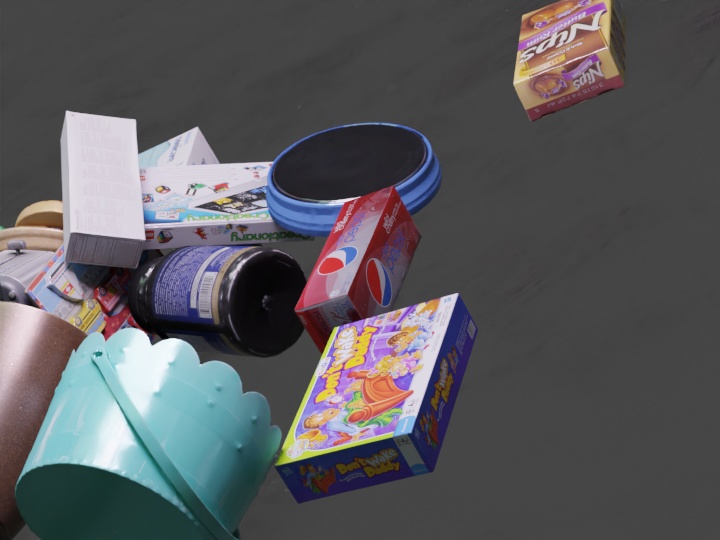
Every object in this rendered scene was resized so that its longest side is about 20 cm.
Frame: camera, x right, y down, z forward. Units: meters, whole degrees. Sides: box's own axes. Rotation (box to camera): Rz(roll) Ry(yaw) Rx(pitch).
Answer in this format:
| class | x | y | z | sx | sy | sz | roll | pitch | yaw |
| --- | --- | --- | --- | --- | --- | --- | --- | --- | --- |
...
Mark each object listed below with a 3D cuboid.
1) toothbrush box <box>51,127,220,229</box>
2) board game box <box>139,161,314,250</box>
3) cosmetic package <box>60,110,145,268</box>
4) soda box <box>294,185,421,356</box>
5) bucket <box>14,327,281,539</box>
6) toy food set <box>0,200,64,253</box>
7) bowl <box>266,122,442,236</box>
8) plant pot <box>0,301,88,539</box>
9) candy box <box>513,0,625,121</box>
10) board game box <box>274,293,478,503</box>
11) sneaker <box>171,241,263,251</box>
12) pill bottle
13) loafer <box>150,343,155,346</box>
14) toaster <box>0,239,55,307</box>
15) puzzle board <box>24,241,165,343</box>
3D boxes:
| class | x | y | z | sx | sy | sz | roll | pitch | yaw |
| --- | --- | --- | --- | --- | --- | --- | --- | --- | --- |
| toothbrush box | -0.283 | -0.086 | 2.053 | 0.199 | 0.086 | 0.147 | -24 | 24 | 13 |
| board game box | -0.160 | -0.076 | 1.824 | 0.199 | 0.035 | 0.126 | -3 | 36 | -12 |
| cosmetic package | -0.288 | -0.090 | 1.765 | 0.082 | 0.051 | 0.201 | 8 | 43 | -19 |
| soda box | 0.000 | 0.000 | 1.597 | 0.063 | 0.070 | 0.200 | -18 | 27 | 26 |
| bucket | -0.179 | 0.164 | 1.329 | 0.206 | 0.207 | 0.135 | -12 | 40 | 34 |
| toy food set | -0.357 | -0.007 | 1.863 | 0.197 | 0.200 | 0.049 | -13 | 56 | 31 |
| bowl | -0.009 | -0.106 | 1.780 | 0.200 | 0.040 | 0.201 | -8 | 31 | 5 |
| plant pot | -0.359 | 0.166 | 1.574 | 0.186 | 0.187 | 0.201 | -14 | 43 | 30 |
| candy box | 0.244 | -0.255 | 1.839 | 0.116 | 0.057 | 0.200 | -20 | 28 | 20 |
| board game box | 0.017 | 0.110 | 1.399 | 0.134 | 0.045 | 0.200 | -17 | 27 | 26 |
| sneaker | -0.187 | -0.044 | 1.868 | 0.075 | 0.088 | 0.200 | -38 | 27 | -21 |
| pill bottle | -0.153 | 0.030 | 1.659 | 0.199 | 0.112 | 0.112 | 3 | 39 | 49 |
| loafer | -0.206 | 0.102 | 1.629 | 0.070 | 0.068 | 0.200 | -34 | 27 | -25 |
| toaster | -0.376 | 0.070 | 1.765 | 0.113 | 0.201 | 0.129 | 0 | 22 | 18 |
| puzzle board | -0.274 | 0.020 | 1.762 | 0.017 | 0.151 | 0.200 | -22 | 24 | 34 |
